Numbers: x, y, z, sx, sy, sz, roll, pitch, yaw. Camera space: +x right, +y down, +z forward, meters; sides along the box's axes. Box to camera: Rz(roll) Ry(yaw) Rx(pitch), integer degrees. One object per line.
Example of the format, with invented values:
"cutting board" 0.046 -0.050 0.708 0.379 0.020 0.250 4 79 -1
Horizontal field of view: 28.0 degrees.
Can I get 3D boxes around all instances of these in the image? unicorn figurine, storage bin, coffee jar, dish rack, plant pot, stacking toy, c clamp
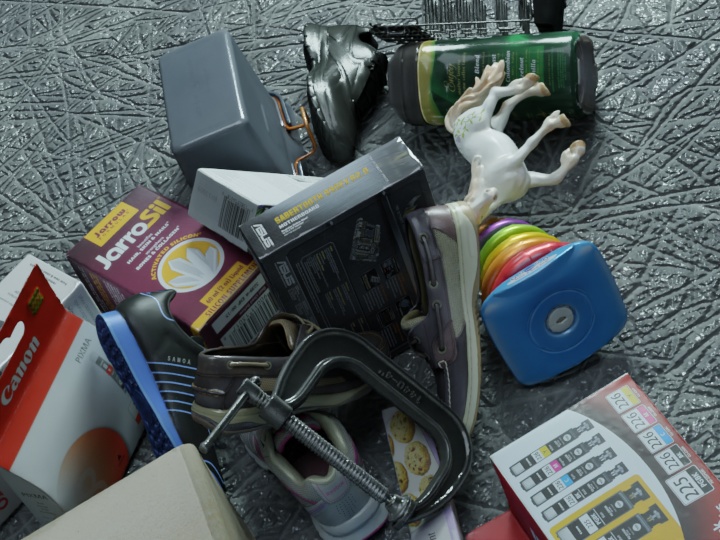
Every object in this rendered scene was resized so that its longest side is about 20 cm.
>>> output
"unicorn figurine" 0.129 -0.104 1.315 0.137 0.074 0.200 -35 31 10
"storage bin" -0.129 -0.144 1.471 0.145 0.135 0.201 -21 47 7
"coffee jar" 0.130 -0.190 1.436 0.199 0.104 0.086 -1 94 19
"dish rack" 0.111 -0.260 1.479 0.199 0.153 0.055 -1 90 11
"plant pot" -0.150 0.286 1.074 0.199 0.200 0.177 -30 57 -7
"stacking toy" 0.141 -0.004 1.287 0.116 0.110 0.200 -31 32 0
"c clamp" -0.009 0.133 1.135 0.199 0.027 0.171 34 50 -5

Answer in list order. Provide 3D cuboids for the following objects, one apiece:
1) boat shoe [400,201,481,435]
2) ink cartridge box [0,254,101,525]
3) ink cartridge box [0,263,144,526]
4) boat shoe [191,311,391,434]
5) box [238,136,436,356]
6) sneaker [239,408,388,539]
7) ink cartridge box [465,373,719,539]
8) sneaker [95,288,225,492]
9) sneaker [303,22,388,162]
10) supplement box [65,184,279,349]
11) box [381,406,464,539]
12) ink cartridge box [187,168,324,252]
"boat shoe" 0.065 0.043 1.209 0.064 0.201 0.072 -3 9 -9
"ink cartridge box" -0.317 0.111 1.313 0.084 0.146 0.200 24 62 34
"ink cartridge box" -0.254 0.117 1.244 0.050 0.200 0.163 6 54 20
"boat shoe" -0.052 0.075 1.190 0.199 0.074 0.074 -17 21 -42
"box" 0.000 0.000 1.252 0.158 0.200 0.048 -31 49 -6
"sneaker" -0.051 0.140 1.225 0.081 0.088 0.200 -37 47 -13
"ink cartridge box" 0.187 0.207 1.078 0.175 0.084 0.200 -31 47 -7
"sneaker" -0.154 0.111 1.257 0.078 0.070 0.201 -26 88 -25
"sneaker" -0.013 -0.197 1.525 0.090 0.076 0.201 -7 51 2
"supplement box" -0.172 0.010 1.388 0.199 0.086 0.110 25 62 36
"box" 0.057 0.194 1.170 0.041 0.039 0.201 -17 46 5
"ink cartridge box" -0.051 -0.053 1.374 0.199 0.051 0.109 2 19 -40
